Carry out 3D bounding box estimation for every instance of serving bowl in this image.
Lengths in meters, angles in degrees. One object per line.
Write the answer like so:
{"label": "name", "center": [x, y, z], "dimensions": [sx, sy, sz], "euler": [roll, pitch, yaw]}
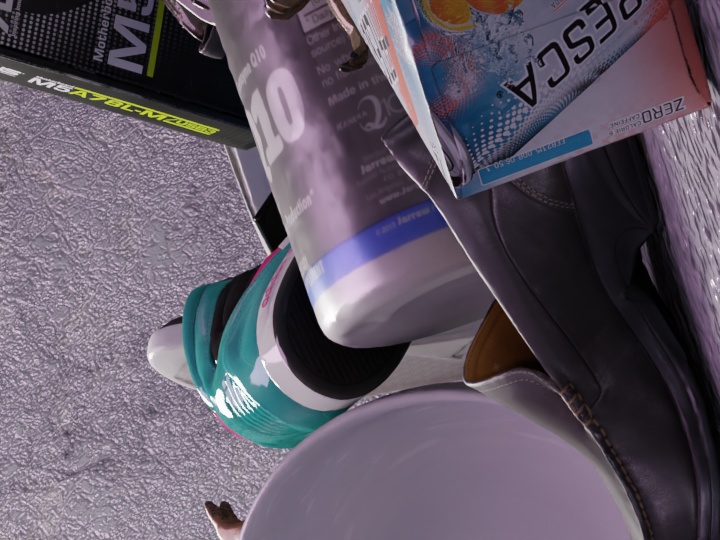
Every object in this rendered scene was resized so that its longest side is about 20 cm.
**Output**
{"label": "serving bowl", "center": [0.053, 0.133, 0.831], "dimensions": [0.066, 0.200, 0.201], "euler": [-33, -75, -66]}

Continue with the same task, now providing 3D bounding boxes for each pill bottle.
{"label": "pill bottle", "center": [0.008, -0.083, 0.788], "dimensions": [0.114, 0.113, 0.201], "euler": [71, 180, -77]}

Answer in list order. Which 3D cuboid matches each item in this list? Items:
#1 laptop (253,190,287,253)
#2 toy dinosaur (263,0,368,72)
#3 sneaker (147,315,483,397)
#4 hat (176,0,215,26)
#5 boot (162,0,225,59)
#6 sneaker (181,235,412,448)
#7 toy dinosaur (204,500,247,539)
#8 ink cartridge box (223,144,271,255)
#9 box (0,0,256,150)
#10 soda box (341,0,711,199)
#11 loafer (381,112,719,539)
{"label": "laptop", "center": [-0.033, -0.119, 1.167], "dimensions": [0.177, 0.103, 0.201], "euler": [76, 174, -80]}
{"label": "toy dinosaur", "center": [-0.003, -0.141, 0.716], "dimensions": [0.058, 0.101, 0.201], "euler": [164, 88, -73]}
{"label": "sneaker", "center": [0.000, 0.000, 0.984], "dimensions": [0.071, 0.199, 0.099], "euler": [88, 175, -64]}
{"label": "hat", "center": [-0.034, -0.211, 0.971], "dimensions": [0.081, 0.200, 0.201], "euler": [-33, -72, -50]}
{"label": "boot", "center": [-0.072, -0.229, 1.097], "dimensions": [0.069, 0.174, 0.200], "euler": [11, -138, -35]}
{"label": "sneaker", "center": [-0.006, 0.002, 0.893], "dimensions": [0.084, 0.121, 0.200], "euler": [44, -132, -8]}
{"label": "toy dinosaur", "center": [0.023, 0.096, 0.930], "dimensions": [0.200, 0.135, 0.086], "euler": [-16, -101, -52]}
{"label": "ink cartridge box", "center": [-0.003, -0.061, 1.368], "dimensions": [0.200, 0.145, 0.084], "euler": [71, 179, -74]}
{"label": "box", "center": [-0.120, -0.185, 1.174], "dimensions": [0.047, 0.193, 0.201], "euler": [-13, 65, 55]}
{"label": "soda box", "center": [0.029, -0.089, 0.583], "dimensions": [0.200, 0.068, 0.064], "euler": [-112, 3, -67]}
{"label": "loafer", "center": [0.066, 0.022, 0.699], "dimensions": [0.073, 0.072, 0.200], "euler": [-113, 3, -70]}
